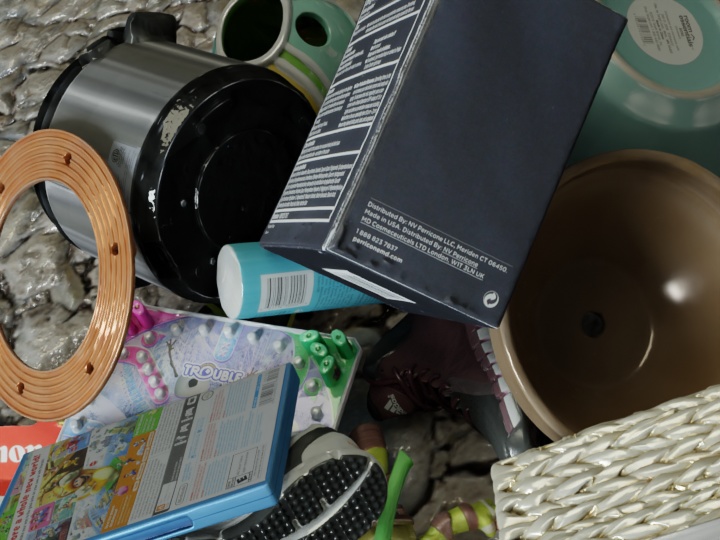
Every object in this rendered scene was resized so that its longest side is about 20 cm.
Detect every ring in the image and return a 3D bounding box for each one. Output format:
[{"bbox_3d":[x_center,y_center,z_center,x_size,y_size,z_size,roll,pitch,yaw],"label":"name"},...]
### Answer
[{"bbox_3d":[-0.214,0.004,1.074,0.199,0.019,0.203,-2,88,43],"label":"ring"}]

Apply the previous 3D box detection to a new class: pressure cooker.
[{"bbox_3d":[-0.143,-0.082,1.138,0.199,0.179,0.176,19,65,43],"label":"pressure cooker"}]

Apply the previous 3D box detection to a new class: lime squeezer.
[{"bbox_3d":[-0.025,0.194,0.938,0.200,0.038,0.071,-40,69,-15],"label":"lime squeezer"}]

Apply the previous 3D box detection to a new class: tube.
[{"bbox_3d":[0.000,0.000,1.088,0.198,0.078,0.051,-5,59,-25],"label":"tube"}]

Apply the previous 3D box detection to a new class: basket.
[{"bbox_3d":[0.180,0.158,0.880,0.198,0.136,0.124,-21,42,9],"label":"basket"}]

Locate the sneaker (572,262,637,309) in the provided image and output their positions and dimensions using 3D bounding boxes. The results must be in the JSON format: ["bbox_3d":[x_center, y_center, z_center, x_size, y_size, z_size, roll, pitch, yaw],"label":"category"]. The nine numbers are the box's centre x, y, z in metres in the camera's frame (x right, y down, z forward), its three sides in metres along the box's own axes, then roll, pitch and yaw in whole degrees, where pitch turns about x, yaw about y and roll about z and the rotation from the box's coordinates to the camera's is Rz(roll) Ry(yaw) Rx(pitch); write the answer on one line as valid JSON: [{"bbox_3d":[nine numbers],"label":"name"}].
[{"bbox_3d":[0.148,-0.047,1.128,0.078,0.080,0.202,4,58,-25],"label":"sneaker"}]

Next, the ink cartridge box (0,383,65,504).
[{"bbox_3d":[-0.259,0.175,1.074,0.158,0.047,0.202,-2,76,3],"label":"ink cartridge box"}]

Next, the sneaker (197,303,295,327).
[{"bbox_3d":[-0.093,0.093,1.122,0.075,0.077,0.201,5,56,28],"label":"sneaker"}]

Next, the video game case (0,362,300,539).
[{"bbox_3d":[-0.136,0.128,0.962,0.198,0.018,0.143,-19,24,12],"label":"video game case"}]

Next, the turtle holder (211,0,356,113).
[{"bbox_3d":[-0.069,-0.148,1.282,0.140,0.132,0.187,18,72,31],"label":"turtle holder"}]

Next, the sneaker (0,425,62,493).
[{"bbox_3d":[-0.258,0.160,1.150,0.198,0.090,0.079,2,75,4],"label":"sneaker"}]

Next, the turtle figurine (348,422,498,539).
[{"bbox_3d":[-0.001,0.179,1.007,0.199,0.065,0.162,-32,44,-1],"label":"turtle figurine"}]

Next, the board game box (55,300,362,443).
[{"bbox_3d":[-0.119,0.116,1.042,0.198,0.026,0.201,8,62,22],"label":"board game box"}]

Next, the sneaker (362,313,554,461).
[{"bbox_3d":[0.061,0.091,1.057,0.115,0.076,0.201,-28,33,10],"label":"sneaker"}]

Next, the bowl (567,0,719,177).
[{"bbox_3d":[0.192,-0.137,1.085,0.199,0.105,0.203,9,59,-15],"label":"bowl"}]

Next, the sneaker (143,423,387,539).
[{"bbox_3d":[-0.079,0.162,0.947,0.199,0.074,0.080,-27,24,-7],"label":"sneaker"}]

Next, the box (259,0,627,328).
[{"bbox_3d":[0.045,-0.081,0.958,0.200,0.122,0.200,-67,14,-4],"label":"box"}]

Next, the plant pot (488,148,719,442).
[{"bbox_3d":[0.166,0.029,1.001,0.201,0.201,0.093,-48,7,-18],"label":"plant pot"}]
